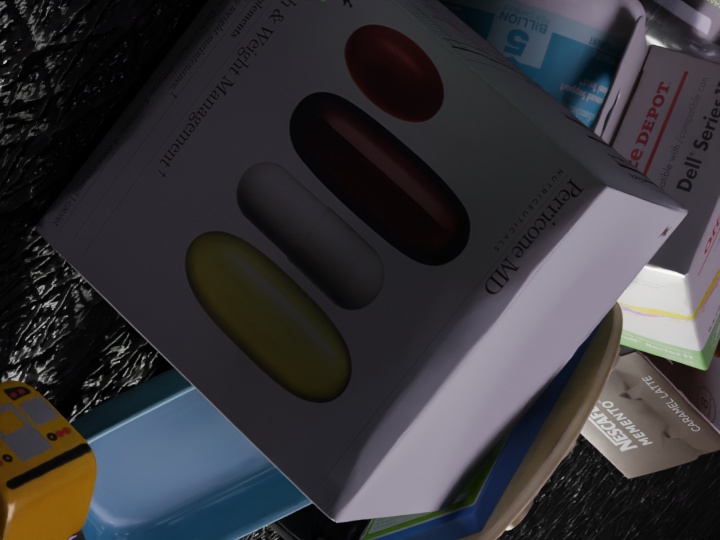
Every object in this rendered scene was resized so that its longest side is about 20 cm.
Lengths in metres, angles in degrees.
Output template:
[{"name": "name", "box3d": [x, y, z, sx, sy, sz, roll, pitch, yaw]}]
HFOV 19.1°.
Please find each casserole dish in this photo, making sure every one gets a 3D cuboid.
[{"name": "casserole dish", "box3d": [-0.084, 0.095, 1.159, 0.199, 0.039, 0.121, -26, 133, 3]}]

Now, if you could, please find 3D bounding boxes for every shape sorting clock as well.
[{"name": "shape sorting clock", "box3d": [0.067, 0.092, 1.093, 0.200, 0.039, 0.200, -52, -167, 16]}]

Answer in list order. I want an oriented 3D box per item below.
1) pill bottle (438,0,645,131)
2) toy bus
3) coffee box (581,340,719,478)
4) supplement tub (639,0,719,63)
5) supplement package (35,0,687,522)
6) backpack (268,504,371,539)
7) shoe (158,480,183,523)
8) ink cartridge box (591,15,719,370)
[{"name": "pill bottle", "box3d": [0.066, -0.058, 1.094, 0.111, 0.110, 0.201, 9, 99, -68]}, {"name": "toy bus", "box3d": [-0.198, 0.155, 1.078, 0.065, 0.078, 0.200, -26, 152, -48]}, {"name": "coffee box", "box3d": [0.175, 0.010, 1.339, 0.079, 0.114, 0.201, -21, -138, 33]}, {"name": "supplement tub", "box3d": [0.190, -0.197, 1.162, 0.200, 0.122, 0.122, -54, 160, 19]}, {"name": "supplement package", "box3d": [0.002, -0.022, 0.978, 0.192, 0.200, 0.147, -52, 161, 11]}, {"name": "backpack", "box3d": [0.018, 0.077, 1.306, 0.200, 0.163, 0.154, -56, 169, 5]}, {"name": "shoe", "box3d": [-0.124, 0.171, 1.280, 0.053, 0.070, 0.200, -20, 146, -38]}, {"name": "ink cartridge box", "box3d": [0.164, -0.036, 1.113, 0.118, 0.067, 0.200, -67, 161, -13]}]
